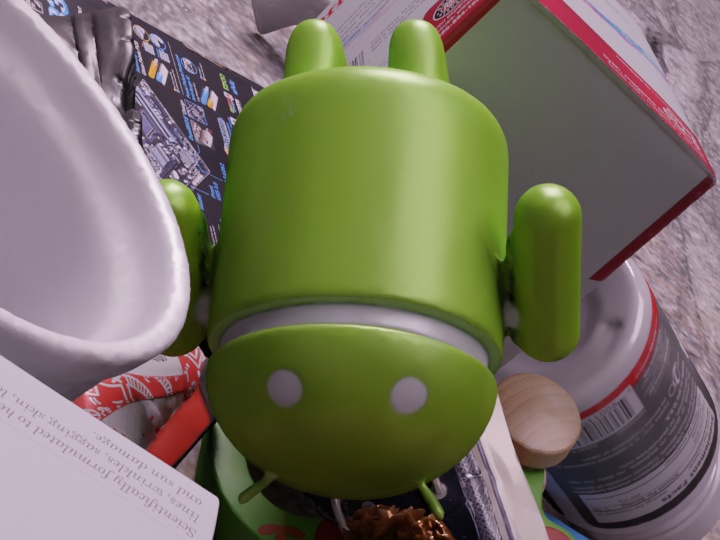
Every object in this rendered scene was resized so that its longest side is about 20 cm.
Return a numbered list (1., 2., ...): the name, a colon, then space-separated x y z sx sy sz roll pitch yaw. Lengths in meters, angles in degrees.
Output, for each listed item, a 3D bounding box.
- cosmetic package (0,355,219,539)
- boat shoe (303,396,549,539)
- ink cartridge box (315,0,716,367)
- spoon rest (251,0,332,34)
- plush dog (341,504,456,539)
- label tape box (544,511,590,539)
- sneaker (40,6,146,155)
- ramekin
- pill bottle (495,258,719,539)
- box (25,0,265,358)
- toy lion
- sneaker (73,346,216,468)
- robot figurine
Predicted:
1. cosmetic package: -0.141 0.110 0.451 0.113 0.200 0.081 38 28 -20
2. boat shoe: 0.027 0.109 0.741 0.075 0.093 0.200 82 -8 -64
3. ink cartridge box: 0.063 -0.085 0.871 0.145 0.145 0.200 39 21 -21
4. spoon rest: -0.007 -0.108 1.097 0.099 0.061 0.200 81 -16 -58
5. plush dog: -0.020 0.167 0.589 0.160 0.172 0.200 42 26 -13
6. label tape box: 0.125 0.212 0.861 0.200 0.066 0.143 34 21 21
7. sneaker: -0.137 -0.051 0.736 0.091 0.076 0.200 1 29 -13
8. ramekin: -0.159 -0.025 0.566 0.200 0.098 0.201 44 20 -21
9. pill bottle: 0.134 0.076 0.965 0.200 0.114 0.114 52 16 -48
10. box: -0.108 -0.051 0.894 0.198 0.050 0.200 23 36 -41
11. toy lion: 0.018 0.121 0.795 0.200 0.069 0.192 20 46 -5
12. sneaker: -0.127 0.059 0.698 0.108 0.067 0.201 44 24 -3
13. robot figurine: 0.000 0.000 0.689 0.116 0.175 0.200 79 15 -66
